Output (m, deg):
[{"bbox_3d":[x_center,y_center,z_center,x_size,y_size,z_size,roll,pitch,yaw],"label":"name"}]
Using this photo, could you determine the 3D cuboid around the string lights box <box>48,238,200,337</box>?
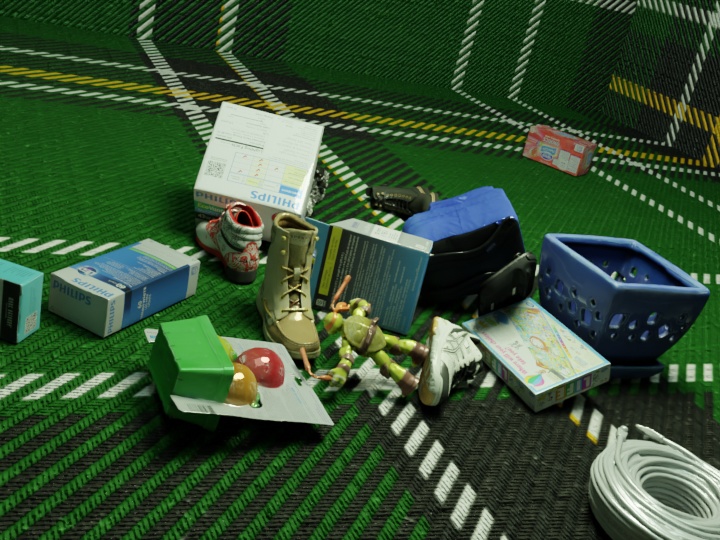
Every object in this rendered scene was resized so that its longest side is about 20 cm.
[{"bbox_3d":[-0.329,0.019,1.153,0.102,0.060,0.200,22,24,19],"label":"string lights box"}]

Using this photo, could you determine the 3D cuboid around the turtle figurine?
[{"bbox_3d":[0.013,0.090,1.106,0.160,0.065,0.201,29,38,-8],"label":"turtle figurine"}]

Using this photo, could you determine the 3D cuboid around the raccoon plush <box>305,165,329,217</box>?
[{"bbox_3d":[-0.109,-0.131,1.645,0.096,0.136,0.200,7,-14,23],"label":"raccoon plush"}]

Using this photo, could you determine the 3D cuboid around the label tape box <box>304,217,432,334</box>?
[{"bbox_3d":[0.000,0.000,1.278,0.198,0.145,0.066,17,23,6],"label":"label tape box"}]

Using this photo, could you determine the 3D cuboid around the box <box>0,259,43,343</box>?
[{"bbox_3d":[-0.502,0.017,1.025,0.198,0.083,0.049,18,22,7],"label":"box"}]

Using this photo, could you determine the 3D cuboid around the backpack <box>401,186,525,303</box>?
[{"bbox_3d":[0.170,-0.041,1.409,0.198,0.164,0.169,-20,36,4],"label":"backpack"}]

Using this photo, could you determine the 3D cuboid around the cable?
[{"bbox_3d":[0.363,0.278,0.952,0.199,0.070,0.199,28,27,28],"label":"cable"}]

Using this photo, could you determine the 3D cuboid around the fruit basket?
[{"bbox_3d":[-0.152,0.133,0.991,0.198,0.095,0.185,17,18,-35],"label":"fruit basket"}]

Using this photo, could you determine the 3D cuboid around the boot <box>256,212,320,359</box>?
[{"bbox_3d":[-0.094,0.019,1.164,0.072,0.157,0.200,5,25,-22],"label":"boot"}]

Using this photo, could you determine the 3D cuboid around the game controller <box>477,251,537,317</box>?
[{"bbox_3d":[0.234,0.031,1.311,0.103,0.200,0.042,-26,69,-1],"label":"game controller"}]

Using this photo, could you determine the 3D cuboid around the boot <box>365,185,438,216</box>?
[{"bbox_3d":[0.089,-0.141,1.766,0.136,0.079,0.200,5,11,-10],"label":"boot"}]

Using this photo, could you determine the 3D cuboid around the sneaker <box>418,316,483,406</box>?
[{"bbox_3d":[0.133,0.129,1.151,0.087,0.076,0.200,19,26,2],"label":"sneaker"}]

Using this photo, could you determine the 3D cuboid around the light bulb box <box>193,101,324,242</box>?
[{"bbox_3d":[-0.184,-0.172,1.479,0.196,0.125,0.202,13,60,-2],"label":"light bulb box"}]

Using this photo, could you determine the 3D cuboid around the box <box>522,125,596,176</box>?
[{"bbox_3d":[0.629,-0.381,2.583,0.199,0.104,0.094,27,26,32],"label":"box"}]

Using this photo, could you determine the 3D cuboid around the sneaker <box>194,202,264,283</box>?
[{"bbox_3d":[-0.217,-0.071,1.360,0.067,0.109,0.201,-1,27,-31],"label":"sneaker"}]

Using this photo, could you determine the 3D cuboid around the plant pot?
[{"bbox_3d":[0.401,0.063,1.321,0.198,0.182,0.200,4,25,-25],"label":"plant pot"}]

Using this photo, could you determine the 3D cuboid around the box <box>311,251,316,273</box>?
[{"bbox_3d":[-0.027,-0.014,1.399,0.070,0.065,0.199,30,28,35],"label":"box"}]

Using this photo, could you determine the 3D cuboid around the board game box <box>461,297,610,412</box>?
[{"bbox_3d":[0.261,0.122,1.239,0.133,0.035,0.200,-18,34,-18],"label":"board game box"}]
